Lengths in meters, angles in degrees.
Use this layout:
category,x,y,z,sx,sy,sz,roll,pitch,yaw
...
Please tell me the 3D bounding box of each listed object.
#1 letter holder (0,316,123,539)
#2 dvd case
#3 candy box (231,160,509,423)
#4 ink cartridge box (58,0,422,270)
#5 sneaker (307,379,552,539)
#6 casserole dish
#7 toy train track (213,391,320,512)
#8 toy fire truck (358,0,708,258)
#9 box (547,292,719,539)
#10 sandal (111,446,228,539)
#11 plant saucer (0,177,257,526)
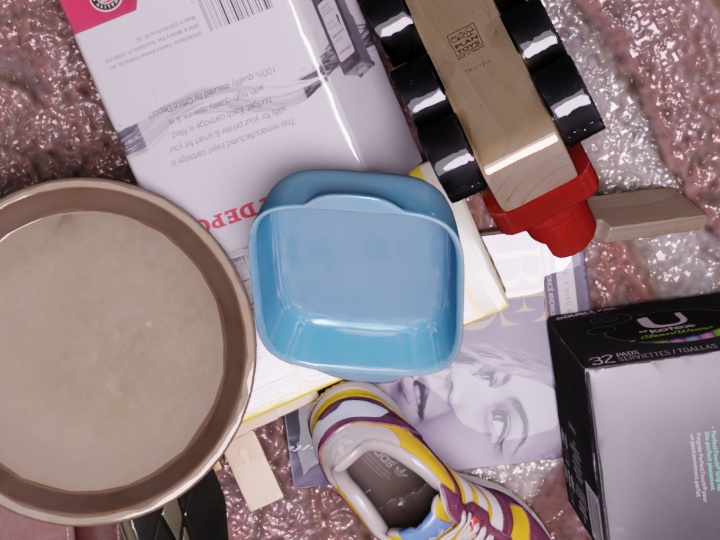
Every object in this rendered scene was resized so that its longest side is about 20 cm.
category,x,y,z,sx,sy,sz,roll,pitch,yaw
letter holder,-0.192,0.115,1.361,0.142,0.101,0.201,-8,101,1
dvd case,0.047,0.053,1.384,0.199,0.016,0.149,-7,100,3
candy box,-0.020,0.015,1.349,0.200,0.026,0.102,-23,90,-1
ink cartridge box,-0.072,-0.119,1.299,0.145,0.083,0.200,-17,102,27
sneaker,0.046,0.154,1.350,0.200,0.090,0.075,38,105,-20
casserole dish,0.000,0.000,1.261,0.121,0.200,0.039,4,58,4
toy train track,-0.098,0.052,1.380,0.114,0.033,0.200,-24,93,2
toy fire truck,0.108,-0.084,1.304,0.128,0.176,0.200,-27,140,6
box,0.225,0.085,1.311,0.199,0.149,0.125,-9,101,-3
sandal,-0.114,0.180,1.362,0.057,0.080,0.201,6,132,31
plant saucer,-0.159,0.047,1.283,0.199,0.029,0.201,0,86,-2
